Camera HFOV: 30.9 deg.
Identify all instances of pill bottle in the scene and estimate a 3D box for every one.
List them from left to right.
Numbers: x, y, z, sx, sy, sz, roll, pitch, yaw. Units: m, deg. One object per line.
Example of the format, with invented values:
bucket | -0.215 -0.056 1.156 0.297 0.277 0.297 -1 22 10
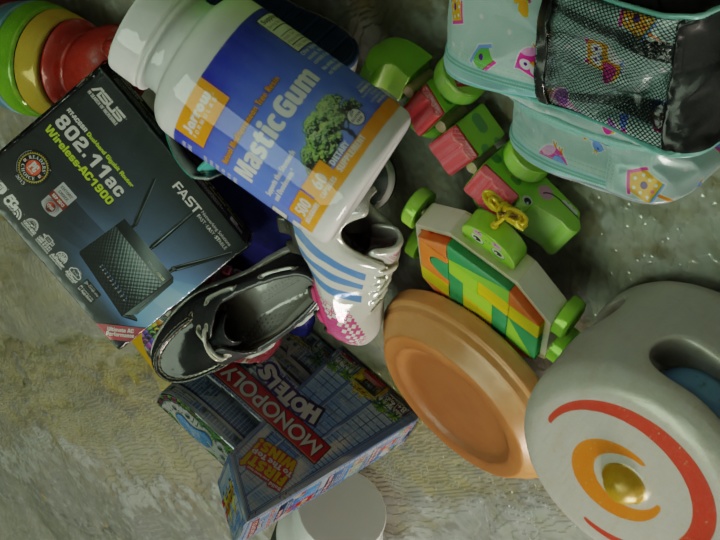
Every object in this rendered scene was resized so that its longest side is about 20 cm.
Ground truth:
pill bottle | -0.073 -0.119 0.911 0.199 0.112 0.112 35 143 0
pill bottle | -0.040 0.299 1.381 0.116 0.116 0.201 38 142 14

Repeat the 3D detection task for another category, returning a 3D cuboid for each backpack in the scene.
backpack | 0.146 -0.141 0.738 0.199 0.175 0.154 31 137 29

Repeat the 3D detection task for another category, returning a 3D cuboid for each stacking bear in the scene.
stacking bear | -0.277 -0.193 1.198 0.198 0.114 0.122 14 132 32

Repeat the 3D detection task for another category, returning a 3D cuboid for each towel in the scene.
towel | -0.091 -0.045 1.187 0.147 0.050 0.201 29 140 17

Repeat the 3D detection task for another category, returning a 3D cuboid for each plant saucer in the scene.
plant saucer | 0.088 0.104 1.098 0.200 0.037 0.201 39 156 21

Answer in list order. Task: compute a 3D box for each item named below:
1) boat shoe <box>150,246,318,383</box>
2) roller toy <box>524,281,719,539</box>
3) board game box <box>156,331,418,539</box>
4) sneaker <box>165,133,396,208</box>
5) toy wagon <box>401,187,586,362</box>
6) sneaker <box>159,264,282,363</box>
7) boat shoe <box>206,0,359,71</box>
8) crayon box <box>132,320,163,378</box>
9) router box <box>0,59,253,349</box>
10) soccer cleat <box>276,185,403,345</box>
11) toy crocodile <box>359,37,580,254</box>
boat shoe | -0.107 0.046 1.135 0.199 0.060 0.074 -28 107 17
roller toy | 0.213 0.115 0.926 0.199 0.140 0.184 3 124 45
board game box | -0.083 0.146 1.215 0.200 0.200 0.062 40 144 11
sneaker | -0.074 -0.100 1.028 0.198 0.121 0.084 23 103 14
toy wagon | 0.096 -0.001 0.978 0.155 0.040 0.200 37 167 16
sneaker | -0.160 0.018 1.217 0.199 0.081 0.075 30 179 1
boat shoe | -0.093 -0.188 1.032 0.199 0.072 0.073 37 144 16
crayon box | -0.212 0.035 1.378 0.201 0.051 0.127 53 144 -6
router box | -0.211 -0.055 1.123 0.200 0.149 0.062 50 -173 -12
soccer cleat | 0.000 0.000 1.042 0.085 0.070 0.201 2 146 20
toy crocodile | 0.081 -0.091 0.946 0.200 0.062 0.067 49 144 0
